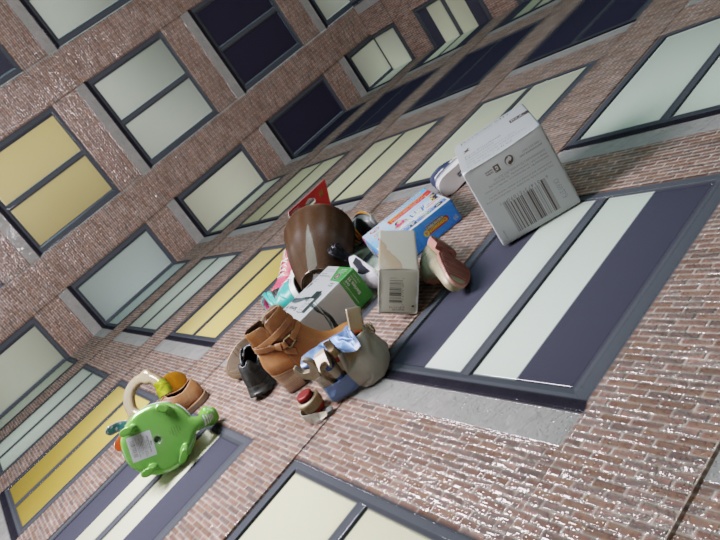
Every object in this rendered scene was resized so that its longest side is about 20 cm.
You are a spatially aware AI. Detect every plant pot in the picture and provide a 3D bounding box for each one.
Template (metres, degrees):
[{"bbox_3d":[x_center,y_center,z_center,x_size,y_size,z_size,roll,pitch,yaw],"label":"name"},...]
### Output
[{"bbox_3d":[-0.097,-0.028,1.709,0.185,0.187,0.202,-31,33,17],"label":"plant pot"}]

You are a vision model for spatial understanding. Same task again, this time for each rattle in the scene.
[{"bbox_3d":[-0.537,0.346,1.767,0.203,0.128,0.143,-63,7,4],"label":"rattle"}]

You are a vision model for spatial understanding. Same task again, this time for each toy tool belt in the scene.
[{"bbox_3d":[-0.052,0.157,1.226,0.198,0.124,0.125,-35,18,7],"label":"toy tool belt"}]

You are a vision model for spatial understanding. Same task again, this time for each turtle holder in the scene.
[{"bbox_3d":[-0.397,0.325,1.442,0.186,0.141,0.132,-50,3,-10],"label":"turtle holder"}]

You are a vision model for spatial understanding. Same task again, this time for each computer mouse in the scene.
[{"bbox_3d":[0.000,0.000,1.568,0.044,0.109,0.200,-53,27,0],"label":"computer mouse"}]

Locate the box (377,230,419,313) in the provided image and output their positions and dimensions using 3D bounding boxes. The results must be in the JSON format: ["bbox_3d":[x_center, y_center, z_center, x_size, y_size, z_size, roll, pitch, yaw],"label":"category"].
[{"bbox_3d":[0.073,-0.001,1.385,0.076,0.097,0.201,0,23,2],"label":"box"}]

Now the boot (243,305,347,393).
[{"bbox_3d":[-0.113,0.123,1.366,0.198,0.156,0.077,-35,18,5],"label":"boot"}]

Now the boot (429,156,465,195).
[{"bbox_3d":[0.258,-0.273,1.755,0.199,0.073,0.091,-37,24,3],"label":"boot"}]

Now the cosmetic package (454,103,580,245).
[{"bbox_3d":[0.292,-0.187,1.341,0.163,0.166,0.201,-30,19,14],"label":"cosmetic package"}]

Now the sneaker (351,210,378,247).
[{"bbox_3d":[-0.019,-0.090,1.842,0.077,0.078,0.199,-49,11,-34],"label":"sneaker"}]

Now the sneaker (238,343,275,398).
[{"bbox_3d":[-0.218,0.186,1.514,0.075,0.092,0.201,-27,19,7],"label":"sneaker"}]

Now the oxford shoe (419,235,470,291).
[{"bbox_3d":[0.155,0.004,1.331,0.075,0.070,0.201,-58,14,16],"label":"oxford shoe"}]

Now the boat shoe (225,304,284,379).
[{"bbox_3d":[-0.240,0.173,1.651,0.201,0.071,0.072,-55,-7,-18],"label":"boat shoe"}]

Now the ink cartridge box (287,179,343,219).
[{"bbox_3d":[-0.110,-0.121,1.892,0.044,0.179,0.200,7,35,28],"label":"ink cartridge box"}]

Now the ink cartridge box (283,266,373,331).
[{"bbox_3d":[-0.089,0.087,1.522,0.200,0.084,0.146,-45,19,-18],"label":"ink cartridge box"}]

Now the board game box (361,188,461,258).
[{"bbox_3d":[0.114,-0.098,1.634,0.199,0.056,0.196,-38,18,-2],"label":"board game box"}]

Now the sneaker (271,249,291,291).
[{"bbox_3d":[-0.198,-0.009,1.951,0.073,0.087,0.201,-18,26,45],"label":"sneaker"}]

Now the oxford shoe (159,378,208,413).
[{"bbox_3d":[-0.450,0.331,1.633,0.200,0.072,0.071,-45,21,-16],"label":"oxford shoe"}]

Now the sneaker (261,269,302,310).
[{"bbox_3d":[-0.190,0.063,1.784,0.120,0.084,0.200,-35,9,8],"label":"sneaker"}]
